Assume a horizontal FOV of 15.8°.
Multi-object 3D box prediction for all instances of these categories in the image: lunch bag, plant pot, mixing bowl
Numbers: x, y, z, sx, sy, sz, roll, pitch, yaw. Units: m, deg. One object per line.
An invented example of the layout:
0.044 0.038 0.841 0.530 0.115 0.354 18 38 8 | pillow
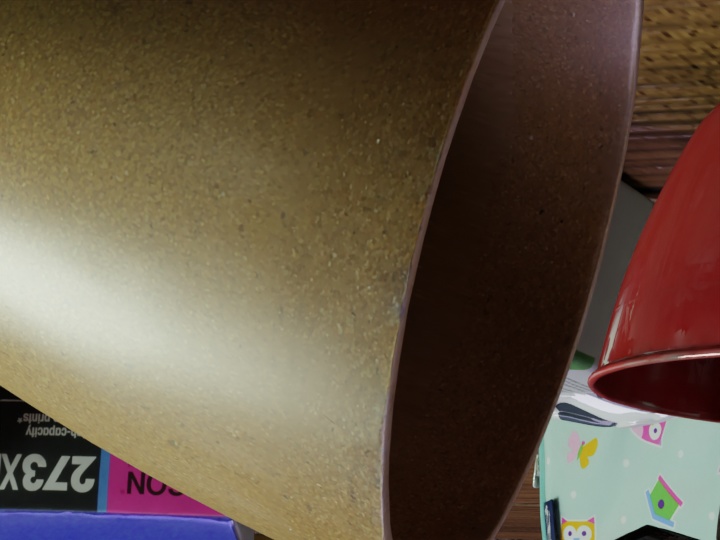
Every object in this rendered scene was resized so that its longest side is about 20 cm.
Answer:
0.170 0.084 1.266 0.077 0.161 0.200 6 166 -44 | lunch bag
-0.050 -0.031 0.661 0.200 0.187 0.186 14 174 17 | plant pot
0.175 -0.010 0.842 0.200 0.109 0.200 3 170 1 | mixing bowl

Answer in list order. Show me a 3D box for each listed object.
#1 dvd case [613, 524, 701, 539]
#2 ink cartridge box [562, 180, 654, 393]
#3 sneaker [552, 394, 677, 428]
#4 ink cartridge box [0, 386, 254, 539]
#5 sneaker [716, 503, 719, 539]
0.143 0.117 0.842 0.142 0.018 0.200 16 -177 15 | dvd case
0.000 0.000 1.032 0.200 0.084 0.145 -1 169 25 | ink cartridge box
0.072 0.030 1.193 0.199 0.080 0.130 10 -177 28 | sneaker
-0.083 0.036 0.927 0.094 0.200 0.037 0 170 12 | ink cartridge box
0.181 0.079 0.810 0.118 0.074 0.200 10 180 2 | sneaker
